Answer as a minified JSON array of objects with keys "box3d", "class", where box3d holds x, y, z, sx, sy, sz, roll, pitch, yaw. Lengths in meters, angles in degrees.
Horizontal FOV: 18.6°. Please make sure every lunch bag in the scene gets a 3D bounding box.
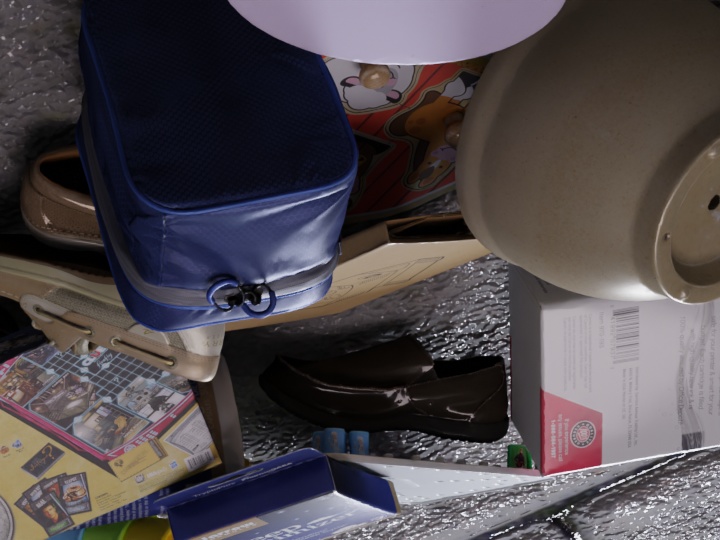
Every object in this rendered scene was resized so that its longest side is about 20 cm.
[{"box3d":[-0.083,-0.060,1.253,0.135,0.201,0.133,-9,147,-14],"class":"lunch bag"}]

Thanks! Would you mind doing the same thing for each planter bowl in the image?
[{"box3d":[0.174,-0.063,1.286,0.199,0.135,0.201,-23,131,-29],"class":"planter bowl"}]

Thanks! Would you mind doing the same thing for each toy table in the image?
[{"box3d":[0.007,-0.196,1.178,0.199,0.118,0.184,15,135,-35],"class":"toy table"}]

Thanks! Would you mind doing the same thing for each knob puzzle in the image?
[{"box3d":[0.009,-0.082,1.408,0.218,0.031,0.220,-11,145,-8],"class":"knob puzzle"}]

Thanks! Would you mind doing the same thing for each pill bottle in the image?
[{"box3d":[-0.187,0.122,1.536,0.199,0.111,0.111,-9,144,-11],"class":"pill bottle"}]

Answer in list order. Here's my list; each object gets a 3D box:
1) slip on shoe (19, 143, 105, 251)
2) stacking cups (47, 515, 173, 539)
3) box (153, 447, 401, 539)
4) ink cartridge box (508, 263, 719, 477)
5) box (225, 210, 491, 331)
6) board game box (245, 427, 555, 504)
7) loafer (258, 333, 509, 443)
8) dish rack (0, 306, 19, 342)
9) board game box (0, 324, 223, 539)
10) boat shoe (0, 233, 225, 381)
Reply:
[{"box3d":[-0.110,-0.048,1.358,0.199,0.076,0.061,5,151,-6],"class":"slip on shoe"},{"box3d":[-0.204,0.194,1.599,0.199,0.061,0.060,6,159,35],"class":"stacking cups"},{"box3d":[-0.056,0.166,1.534,0.121,0.033,0.200,-20,162,12],"class":"box"},{"box3d":[0.213,0.053,1.587,0.199,0.083,0.146,-9,119,-11],"class":"ink cartridge box"},{"box3d":[0.000,0.000,1.427,0.199,0.021,0.163,-22,171,41],"class":"box"},{"box3d":[0.012,0.149,1.656,0.199,0.026,0.200,7,165,-30],"class":"board game box"},{"box3d":[0.020,0.077,1.609,0.199,0.073,0.072,7,104,-25],"class":"loafer"},{"box3d":[-0.332,0.071,1.449,0.200,0.055,0.153,-37,140,17],"class":"dish rack"},{"box3d":[-0.206,0.105,1.440,0.199,0.035,0.136,-22,117,-6],"class":"board game box"},{"box3d":[-0.177,0.022,1.367,0.199,0.065,0.072,13,-167,17],"class":"boat shoe"}]
